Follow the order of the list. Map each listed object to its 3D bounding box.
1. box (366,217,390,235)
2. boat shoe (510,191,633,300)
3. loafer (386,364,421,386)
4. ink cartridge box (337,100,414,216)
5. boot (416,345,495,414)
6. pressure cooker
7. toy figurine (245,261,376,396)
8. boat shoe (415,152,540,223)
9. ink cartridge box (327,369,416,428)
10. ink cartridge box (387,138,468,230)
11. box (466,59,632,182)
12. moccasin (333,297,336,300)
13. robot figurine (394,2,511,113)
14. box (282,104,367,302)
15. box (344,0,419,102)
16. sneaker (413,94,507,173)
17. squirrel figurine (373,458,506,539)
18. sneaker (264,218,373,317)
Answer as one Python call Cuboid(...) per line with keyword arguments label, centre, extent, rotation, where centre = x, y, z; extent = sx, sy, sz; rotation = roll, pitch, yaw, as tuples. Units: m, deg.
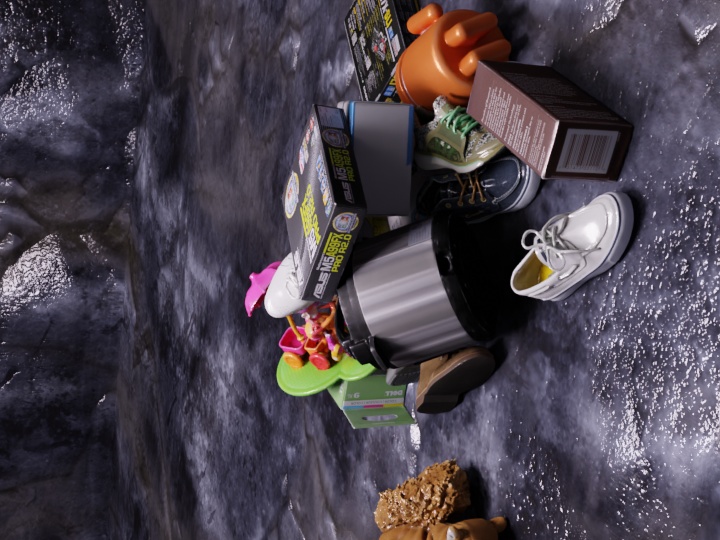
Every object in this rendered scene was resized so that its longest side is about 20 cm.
Cuboid(label="box", centre=(0.025, -0.047, 1.873), extent=(0.050, 0.075, 0.202), rotation=(152, 117, -63))
Cuboid(label="boat shoe", centre=(0.224, -0.026, 1.387), extent=(0.202, 0.085, 0.075), rotation=(131, 134, -57))
Cuboid(label="loafer", centre=(0.076, 0.096, 1.746), extent=(0.200, 0.075, 0.070), rotation=(125, 135, -53))
Cuboid(label="ink cartridge box", centre=(0.015, -0.153, 1.650), extent=(0.200, 0.083, 0.146), rotation=(-130, 42, -80))
Cuboid(label="boot", centre=(0.120, 0.129, 1.656), extent=(0.200, 0.073, 0.076), rotation=(130, 142, -60))
Cuboid(label="pressure cooker", centre=(0.057, 0.030, 1.580), extent=(0.176, 0.199, 0.180), rotation=(-1, -108, -70))
Cuboid(label="toy figurine", centre=(-0.084, 0.070, 1.799), extent=(0.199, 0.184, 0.151), rotation=(1, 48, 41))
Cuboid(label="boat shoe", centre=(0.147, -0.103, 1.563), extent=(0.200, 0.090, 0.071), rotation=(147, 121, -63))
Cuboid(label="ink cartridge box", centre=(0.005, 0.161, 1.874), extent=(0.200, 0.103, 0.060), rotation=(-130, 45, -57))
Cuboid(label="ink cartridge box", centre=(0.082, -0.122, 1.747), extent=(0.116, 0.066, 0.201), rotation=(124, 140, -54))
Cuboid(label="box", centre=(0.210, -0.173, 1.407), extent=(0.200, 0.099, 0.075), rotation=(-124, 41, -54))
Cuboid(label="moccasin", centre=(-0.006, 0.040, 1.954), extent=(0.202, 0.073, 0.078), rotation=(-122, 31, -64))
Cuboid(label="robot figurine", centre=(0.117, -0.263, 1.608), extent=(0.200, 0.143, 0.117), rotation=(-30, 35, 64))
Cuboid(label="box", centre=(-0.049, -0.086, 1.556), extent=(0.201, 0.044, 0.161), rotation=(-102, 27, -44))
Cuboid(label="box", centre=(0.038, -0.357, 1.881), extent=(0.160, 0.049, 0.201), rotation=(126, 139, -50))
Cuboid(label="sneaker", centre=(0.119, -0.176, 1.547), extent=(0.199, 0.077, 0.089), rotation=(4, 126, 55))
Cuboid(label="squirrel figurine", centre=(0.101, 0.348, 1.612), extent=(0.187, 0.141, 0.201), rotation=(-44, 52, 50))
Cuboid(label="sneaker", centre=(-0.070, -0.004, 1.676), extent=(0.075, 0.087, 0.200), rotation=(46, 119, 4))
